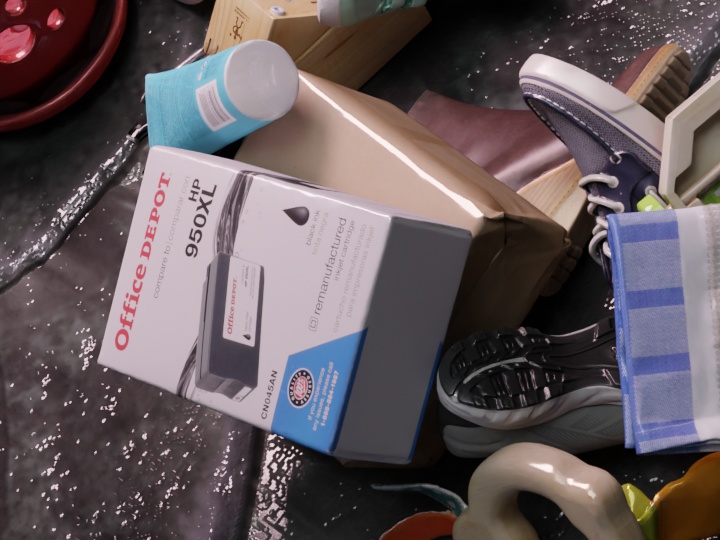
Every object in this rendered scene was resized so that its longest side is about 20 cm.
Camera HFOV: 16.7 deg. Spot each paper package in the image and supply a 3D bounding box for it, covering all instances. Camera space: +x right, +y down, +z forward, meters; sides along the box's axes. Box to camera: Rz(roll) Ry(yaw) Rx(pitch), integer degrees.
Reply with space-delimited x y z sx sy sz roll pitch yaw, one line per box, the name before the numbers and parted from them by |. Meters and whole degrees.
paper package | 0.000 0.000 1.550 0.200 0.103 0.191 39 105 35

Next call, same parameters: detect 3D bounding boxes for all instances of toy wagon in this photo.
toy wagon | 0.268 -0.033 1.464 0.155 0.040 0.200 -40 97 1

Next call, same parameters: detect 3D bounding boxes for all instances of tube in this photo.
tube | -0.102 -0.105 1.582 0.200 0.050 0.078 166 105 -64

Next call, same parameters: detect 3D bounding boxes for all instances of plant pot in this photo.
plant pot | -0.284 -0.215 1.798 0.200 0.183 0.201 -11 57 18

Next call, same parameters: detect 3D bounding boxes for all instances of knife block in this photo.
knife block | -0.062 -0.122 1.725 0.200 0.176 0.064 -11 41 -38

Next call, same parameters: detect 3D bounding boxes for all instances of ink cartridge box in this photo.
ink cartridge box | -0.049 0.018 1.466 0.200 0.084 0.145 18 94 39

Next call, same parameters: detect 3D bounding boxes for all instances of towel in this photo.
towel | 0.245 0.031 1.419 0.200 0.024 0.147 -4 85 -9

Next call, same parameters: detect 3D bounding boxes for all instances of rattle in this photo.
rattle | 0.118 0.133 1.475 0.200 0.130 0.143 -4 43 54

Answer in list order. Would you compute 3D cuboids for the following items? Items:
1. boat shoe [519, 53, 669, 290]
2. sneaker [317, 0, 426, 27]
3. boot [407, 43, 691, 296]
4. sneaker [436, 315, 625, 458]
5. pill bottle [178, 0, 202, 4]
boat shoe | 0.163 -0.042 1.503 0.200 0.075 0.093 36 82 -3
sneaker | 0.048 -0.209 1.657 0.118 0.074 0.200 10 25 19
boot | 0.105 -0.091 1.610 0.166 0.072 0.200 30 80 33
sneaker | 0.139 0.075 1.475 0.200 0.079 0.074 -2 50 -11
pill bottle | -0.096 -0.303 1.807 0.200 0.116 0.116 -48 53 -8
